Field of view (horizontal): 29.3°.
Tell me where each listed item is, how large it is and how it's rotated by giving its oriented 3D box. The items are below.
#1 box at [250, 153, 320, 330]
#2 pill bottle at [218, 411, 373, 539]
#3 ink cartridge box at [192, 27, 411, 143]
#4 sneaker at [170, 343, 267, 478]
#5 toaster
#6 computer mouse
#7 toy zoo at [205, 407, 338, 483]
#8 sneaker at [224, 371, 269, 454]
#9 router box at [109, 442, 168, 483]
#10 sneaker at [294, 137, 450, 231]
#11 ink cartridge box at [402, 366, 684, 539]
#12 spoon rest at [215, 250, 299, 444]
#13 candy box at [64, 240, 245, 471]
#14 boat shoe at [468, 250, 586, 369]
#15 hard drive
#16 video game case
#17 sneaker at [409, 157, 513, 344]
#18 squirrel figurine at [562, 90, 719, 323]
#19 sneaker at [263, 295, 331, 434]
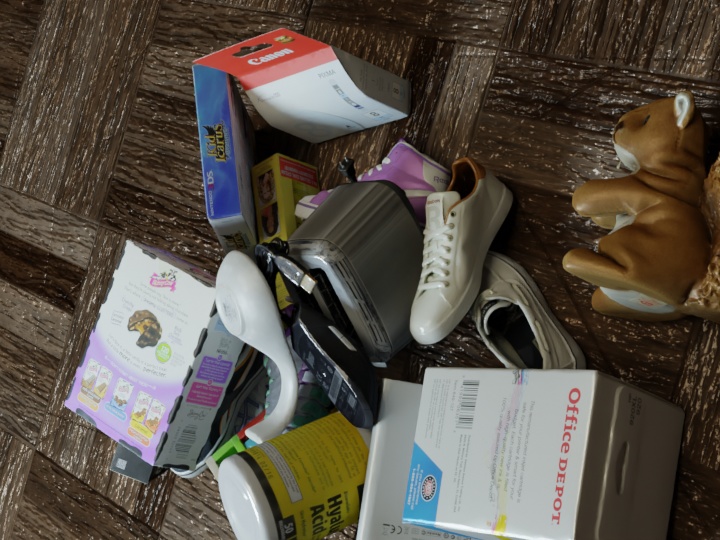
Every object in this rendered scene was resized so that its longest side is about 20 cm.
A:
[{"bbox_3d":[-0.078,-0.030,1.603,0.050,0.075,0.203,-26,61,36],"label":"box"},{"bbox_3d":[-0.035,0.208,1.397,0.111,0.198,0.112,46,147,42],"label":"pill bottle"},{"bbox_3d":[-0.065,-0.203,1.542,0.159,0.199,0.048,-10,72,44],"label":"ink cartridge box"},{"bbox_3d":[-0.172,0.136,1.556,0.078,0.079,0.201,32,90,40],"label":"sneaker"},{"bbox_3d":[0.000,0.000,1.416,0.113,0.202,0.129,0,34,44],"label":"toaster"},{"bbox_3d":[-0.035,0.052,1.349,0.200,0.046,0.141,48,154,23],"label":"computer mouse"},{"bbox_3d":[-0.062,0.196,1.514,0.200,0.020,0.132,-41,60,3],"label":"toy zoo"},{"bbox_3d":[-0.114,0.152,1.592,0.088,0.075,0.202,-38,56,32],"label":"sneaker"},{"bbox_3d":[-0.226,0.141,1.655,0.052,0.157,0.202,19,94,6],"label":"router box"},{"bbox_3d":[0.019,-0.090,1.528,0.199,0.072,0.116,8,81,37],"label":"sneaker"},{"bbox_3d":[0.164,0.175,1.242,0.198,0.144,0.149,-1,73,46],"label":"ink cartridge box"},{"bbox_3d":[-0.102,0.074,1.400,0.099,0.060,0.203,23,126,53],"label":"spoon rest"},{"bbox_3d":[-0.218,0.091,1.510,0.167,0.071,0.202,25,95,38],"label":"candy box"},{"bbox_3d":[0.142,0.046,1.360,0.072,0.065,0.201,-52,48,23],"label":"boat shoe"},{"bbox_3d":[0.068,0.217,1.354,0.026,0.130,0.203,156,123,-78],"label":"hard drive"},{"bbox_3d":[-0.152,-0.116,1.633,0.045,0.182,0.203,-9,68,4],"label":"video game case"},{"bbox_3d":[0.081,-0.024,1.375,0.072,0.085,0.202,-11,47,46],"label":"sneaker"},{"bbox_3d":[0.289,-0.057,1.212,0.198,0.141,0.189,9,76,32],"label":"squirrel figurine"},{"bbox_3d":[-0.078,0.129,1.491,0.087,0.074,0.202,16,75,24],"label":"sneaker"}]
